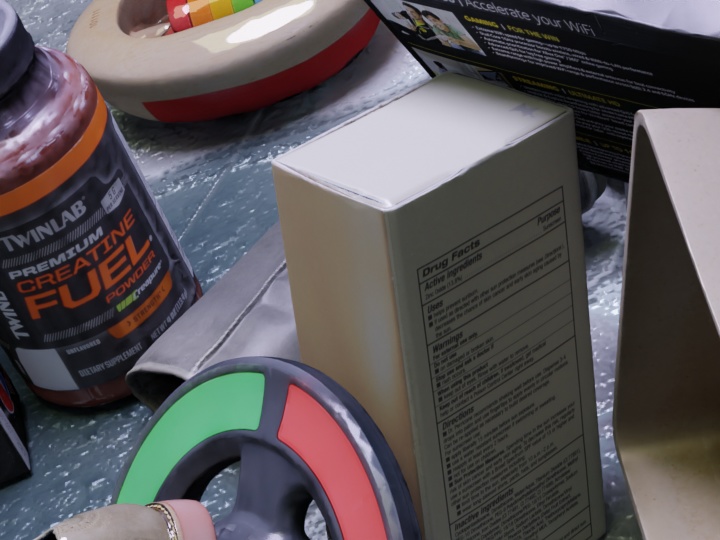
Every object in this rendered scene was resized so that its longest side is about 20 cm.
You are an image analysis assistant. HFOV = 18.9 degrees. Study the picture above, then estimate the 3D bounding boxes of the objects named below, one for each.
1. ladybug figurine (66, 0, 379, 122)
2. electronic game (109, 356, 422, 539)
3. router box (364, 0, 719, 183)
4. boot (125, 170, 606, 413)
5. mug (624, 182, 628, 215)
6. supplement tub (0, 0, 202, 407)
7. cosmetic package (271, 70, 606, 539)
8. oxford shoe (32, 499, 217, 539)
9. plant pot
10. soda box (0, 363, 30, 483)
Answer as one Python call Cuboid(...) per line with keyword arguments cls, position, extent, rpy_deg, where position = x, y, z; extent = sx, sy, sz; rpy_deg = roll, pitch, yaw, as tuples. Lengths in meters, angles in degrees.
Cuboid(cls="ladybug figurine", position=(-0.069, -0.139, 1.239), extent=(0.199, 0.072, 0.136), rpy_deg=(-14, 39, 15))
Cuboid(cls="electronic game", position=(-0.043, 0.134, 0.845), extent=(0.199, 0.041, 0.202), rpy_deg=(-9, 78, 49))
Cuboid(cls="router box", position=(0.101, -0.084, 0.827), extent=(0.199, 0.149, 0.051), rpy_deg=(19, 74, 40))
Cuboid(cls="boot", position=(0.002, 0.002, 1.038), extent=(0.181, 0.073, 0.200), rpy_deg=(-1, 35, 48))
Cuboid(cls="mug", position=(0.194, -0.033, 0.922), extent=(0.185, 0.150, 0.154), rpy_deg=(-12, 47, 27))
Cuboid(cls="supplement tub", position=(-0.159, -0.034, 1.063), extent=(0.106, 0.201, 0.107), rpy_deg=(-15, 39, 13))
Cuboid(cls="cosmetic package", position=(0.035, 0.035, 0.862), extent=(0.105, 0.201, 0.071), rpy_deg=(-27, 34, -34))
Cuboid(cls="oxford shoe", position=(-0.133, 0.145, 0.872), extent=(0.200, 0.073, 0.071), rpy_deg=(-48, 46, 41))
Cuboid(cls="plant pot", position=(0.200, 0.066, 0.747), extent=(0.176, 0.200, 0.201), rpy_deg=(-10, 51, -4))
Cuboid(cls="soda box", position=(-0.269, 0.097, 1.075), extent=(0.199, 0.071, 0.063), rpy_deg=(-24, 39, 1))
